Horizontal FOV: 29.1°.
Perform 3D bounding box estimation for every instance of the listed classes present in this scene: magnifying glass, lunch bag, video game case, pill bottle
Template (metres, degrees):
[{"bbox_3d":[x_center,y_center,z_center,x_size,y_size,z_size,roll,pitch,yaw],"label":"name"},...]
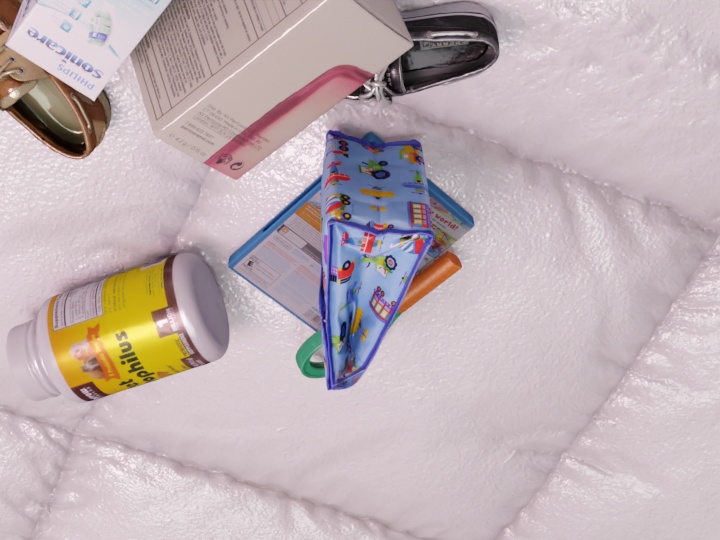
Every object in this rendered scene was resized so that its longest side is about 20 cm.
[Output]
[{"bbox_3d":[0.017,0.046,1.380,0.200,0.022,0.080,-36,150,21],"label":"magnifying glass"},{"bbox_3d":[0.000,0.000,1.258,0.094,0.151,0.200,6,126,-7],"label":"lunch bag"},{"bbox_3d":[-0.010,-0.027,1.343,0.143,0.018,0.200,38,117,-25],"label":"video game case"},{"bbox_3d":[-0.235,0.061,1.343,0.199,0.109,0.109,-18,125,11],"label":"pill bottle"}]

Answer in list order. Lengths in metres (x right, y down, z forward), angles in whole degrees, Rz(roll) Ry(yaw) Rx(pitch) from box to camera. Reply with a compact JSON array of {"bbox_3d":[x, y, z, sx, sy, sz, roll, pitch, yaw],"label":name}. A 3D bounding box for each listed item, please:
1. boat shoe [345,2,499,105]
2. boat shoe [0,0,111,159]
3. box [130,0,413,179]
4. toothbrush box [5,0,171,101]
[{"bbox_3d":[0.022,-0.177,1.200,0.199,0.068,0.074,-7,127,3],"label":"boat shoe"},{"bbox_3d":[-0.292,-0.173,1.187,0.076,0.074,0.200,-36,120,22],"label":"boat shoe"},{"bbox_3d":[-0.078,-0.191,1.133,0.200,0.128,0.109,-34,146,21],"label":"box"},{"bbox_3d":[-0.181,-0.256,1.085,0.085,0.147,0.200,33,118,-23],"label":"toothbrush box"}]
